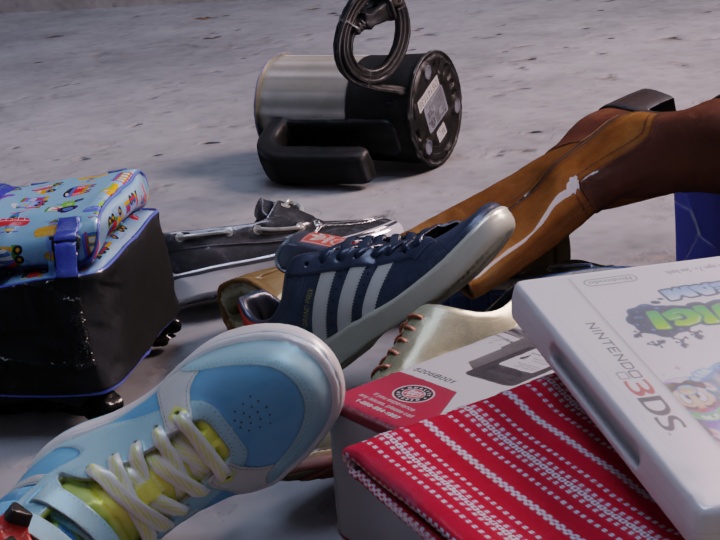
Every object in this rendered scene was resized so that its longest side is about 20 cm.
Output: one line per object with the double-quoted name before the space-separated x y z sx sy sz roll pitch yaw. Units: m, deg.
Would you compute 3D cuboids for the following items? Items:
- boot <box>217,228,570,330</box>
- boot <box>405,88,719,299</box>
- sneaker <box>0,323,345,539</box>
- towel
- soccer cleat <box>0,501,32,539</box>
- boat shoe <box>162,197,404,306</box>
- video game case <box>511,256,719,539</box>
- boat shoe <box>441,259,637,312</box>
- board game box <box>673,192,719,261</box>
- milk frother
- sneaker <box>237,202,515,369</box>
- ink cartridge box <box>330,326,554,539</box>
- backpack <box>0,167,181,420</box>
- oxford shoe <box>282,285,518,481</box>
"boot" 0.024 0.007 1.000 0.199 0.066 0.175 -15 1 -29
"boot" 0.144 -0.046 0.890 0.200 0.069 0.188 -30 29 -15
"sneaker" -0.100 0.105 0.660 0.200 0.080 0.131 -32 10 28
"towel" 0.113 0.077 0.582 0.200 0.023 0.145 -16 31 -30
"soccer cleat" -0.127 0.171 0.556 0.200 0.085 0.069 38 9 36
"boat shoe" -0.062 -0.025 1.103 0.199 0.068 0.072 -13 -4 -14
"video game case" 0.189 0.041 0.603 0.199 0.024 0.182 -7 28 -15
"boat shoe" 0.146 0.022 0.908 0.199 0.073 0.072 4 19 27
"board game box" 0.332 -0.028 0.964 0.199 0.097 0.159 -7 18 -4
"milk frother" -0.022 -0.196 1.434 0.188 0.201 0.180 4 24 29
"sneaker" 0.000 0.000 0.857 0.200 0.085 0.075 -35 -6 29
"ink cartridge box" 0.106 0.086 0.701 0.200 0.084 0.145 -19 22 -34
"backpack" -0.238 0.018 0.947 0.199 0.135 0.183 -5 17 11
"oxford shoe" 0.028 0.062 0.787 0.200 0.074 0.071 -18 -6 -35
